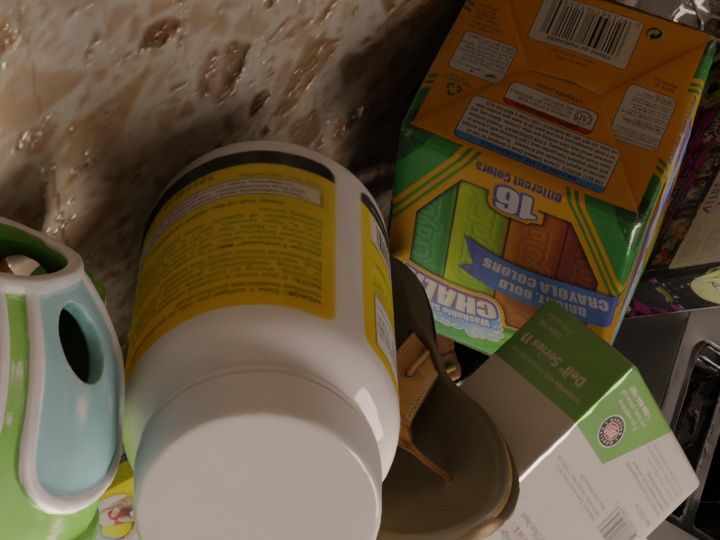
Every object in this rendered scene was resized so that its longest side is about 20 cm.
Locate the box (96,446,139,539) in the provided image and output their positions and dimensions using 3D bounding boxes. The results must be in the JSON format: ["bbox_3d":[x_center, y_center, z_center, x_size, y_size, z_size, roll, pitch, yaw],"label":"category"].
[{"bbox_3d":[-0.120,0.143,0.984,0.199,0.048,0.118,-28,122,-1],"label":"box"}]

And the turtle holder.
[{"bbox_3d":[-0.144,0.050,0.794,0.185,0.141,0.132,2,111,-50],"label":"turtle holder"}]

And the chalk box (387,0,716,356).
[{"bbox_3d":[0.089,-0.032,1.049,0.200,0.124,0.124,95,19,-55],"label":"chalk box"}]

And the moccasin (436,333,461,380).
[{"bbox_3d":[-0.021,0.082,1.083,0.074,0.078,0.201,-27,-175,44],"label":"moccasin"}]

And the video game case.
[{"bbox_3d":[0.206,-0.060,1.160,0.181,0.036,0.200,-10,-139,51],"label":"video game case"}]

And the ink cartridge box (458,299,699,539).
[{"bbox_3d":[0.057,0.126,0.989,0.200,0.067,0.117,-43,138,-7],"label":"ink cartridge box"}]

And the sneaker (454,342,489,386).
[{"bbox_3d":[0.016,0.093,1.261,0.200,0.060,0.104,-40,157,-8],"label":"sneaker"}]

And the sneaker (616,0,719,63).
[{"bbox_3d":[0.206,-0.151,1.163,0.200,0.082,0.075,-48,158,3],"label":"sneaker"}]

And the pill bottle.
[{"bbox_3d":[-0.041,0.040,0.865,0.115,0.114,0.200,-59,-164,27],"label":"pill bottle"}]

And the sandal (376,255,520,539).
[{"bbox_3d":[0.011,0.054,0.954,0.080,0.200,0.054,-30,132,9],"label":"sandal"}]

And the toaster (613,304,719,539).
[{"bbox_3d":[0.191,0.117,1.188,0.180,0.118,0.201,32,68,-30],"label":"toaster"}]
